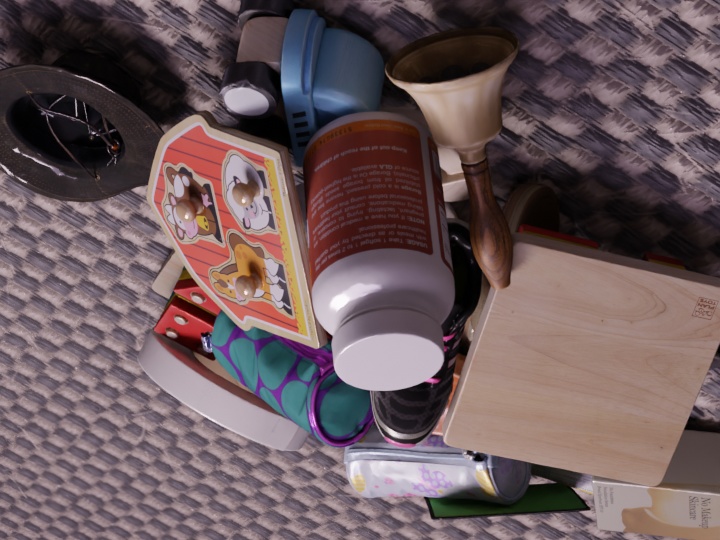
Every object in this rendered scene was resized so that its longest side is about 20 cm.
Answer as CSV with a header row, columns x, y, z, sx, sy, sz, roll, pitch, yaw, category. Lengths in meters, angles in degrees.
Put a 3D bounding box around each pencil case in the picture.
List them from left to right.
x,y,z,sx,sy,sz,roll,pitch,yaw,category
-0.060,0.083,1.660,0.200,0.085,0.093,30,145,52,pencil case
0.079,0.197,1.910,0.199,0.084,0.090,-3,180,39,pencil case

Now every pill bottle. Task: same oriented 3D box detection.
x,y,z,sx,sy,sz,roll,pitch,yaw,category
0.014,-0.014,1.435,0.111,0.201,0.113,-3,146,-2,pill bottle

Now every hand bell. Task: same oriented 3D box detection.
x,y,z,sx,sy,sz,roll,pitch,yaw,category
0.091,-0.077,1.438,0.103,0.104,0.201,3,122,31,hand bell

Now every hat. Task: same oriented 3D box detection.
x,y,z,sx,sy,sz,roll,pitch,yaw,category
-0.258,-0.147,1.657,0.199,0.081,0.201,9,149,6,hat

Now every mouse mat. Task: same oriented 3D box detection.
x,y,z,sx,sy,sz,roll,pitch,yaw,category
0.147,0.238,1.913,0.159,0.008,0.200,-3,180,0,mouse mat

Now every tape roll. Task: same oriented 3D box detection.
x,y,z,sx,sy,sz,roll,pitch,yaw,category
-0.138,0.122,1.930,0.202,0.037,0.203,30,-173,-4,tape roll

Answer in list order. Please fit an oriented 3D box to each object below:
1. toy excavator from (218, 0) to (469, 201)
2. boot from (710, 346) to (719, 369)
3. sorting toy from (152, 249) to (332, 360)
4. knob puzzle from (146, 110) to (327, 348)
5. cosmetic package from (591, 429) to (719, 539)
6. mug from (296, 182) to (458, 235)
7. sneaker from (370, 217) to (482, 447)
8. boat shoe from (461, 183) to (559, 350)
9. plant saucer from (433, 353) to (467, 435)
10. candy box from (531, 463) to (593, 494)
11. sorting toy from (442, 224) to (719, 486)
x,y,z,sx,sy,sz,roll,pitch,yaw,category
-0.001,-0.128,1.510,0.198,0.101,0.195,5,147,10,toy excavator
0.219,0.062,1.674,0.181,0.073,0.200,24,156,-19,boot
-0.102,0.040,1.839,0.199,0.070,0.199,28,149,-9,sorting toy
-0.118,-0.035,1.515,0.219,0.030,0.221,32,138,34,knob puzzle
0.331,0.211,1.809,0.198,0.072,0.106,4,145,16,cosmetic package
-0.007,0.001,1.652,0.152,0.149,0.188,17,141,40,mug
0.055,0.047,1.541,0.073,0.202,0.087,17,172,4,sneaker
0.120,0.001,1.621,0.064,0.071,0.201,39,134,30,boat shoe
0.053,0.106,1.741,0.198,0.033,0.201,13,158,5,plant saucer
0.167,0.175,1.931,0.198,0.027,0.103,17,151,10,candy box
0.187,0.066,1.566,0.198,0.070,0.200,12,117,-11,sorting toy
